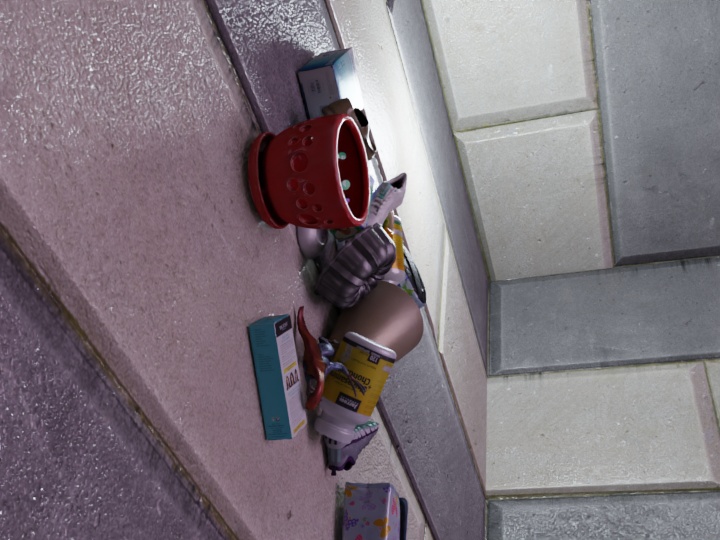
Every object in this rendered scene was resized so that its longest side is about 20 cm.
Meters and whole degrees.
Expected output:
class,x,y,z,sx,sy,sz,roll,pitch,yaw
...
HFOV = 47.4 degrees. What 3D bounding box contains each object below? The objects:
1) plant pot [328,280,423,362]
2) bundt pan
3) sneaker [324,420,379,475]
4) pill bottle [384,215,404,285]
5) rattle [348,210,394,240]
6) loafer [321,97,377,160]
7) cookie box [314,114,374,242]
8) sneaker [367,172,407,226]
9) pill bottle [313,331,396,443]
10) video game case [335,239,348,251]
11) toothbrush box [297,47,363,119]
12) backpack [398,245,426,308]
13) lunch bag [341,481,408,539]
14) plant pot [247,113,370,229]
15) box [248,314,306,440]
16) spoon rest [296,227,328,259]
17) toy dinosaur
class,x,y,z,sx,sy,sz,roll,pitch,yaw
plant pot,0.013,0.150,1.767,0.200,0.187,0.188,-44,127,-52
bundt pan,0.000,0.000,1.700,0.076,0.202,0.202,43,10,12
sneaker,-0.022,0.370,1.730,0.200,0.074,0.088,-3,97,-63
pill bottle,0.048,-0.025,1.955,0.113,0.112,0.201,38,47,-68
rattle,-0.003,-0.141,1.837,0.143,0.130,0.201,-45,116,-68
loafer,-0.008,-0.299,1.741,0.076,0.067,0.200,61,13,27
cookie box,-0.062,-0.189,1.687,0.200,0.075,0.171,47,35,-32
sneaker,0.041,-0.149,1.769,0.200,0.075,0.089,-50,172,-42
pill bottle,-0.016,0.230,1.604,0.200,0.112,0.112,-67,161,-2
video game case,-0.012,-0.003,1.983,0.200,0.023,0.183,-27,109,-74
toothbrush box,-0.063,-0.408,1.853,0.200,0.085,0.147,-64,145,-60
backpack,0.095,0.023,2.122,0.200,0.154,0.163,50,3,17
lunch bag,0.035,0.551,1.734,0.200,0.127,0.170,70,22,-58
plant pot,-0.094,-0.168,1.467,0.200,0.182,0.201,-7,90,-75
box,-0.140,0.181,1.402,0.082,0.049,0.201,-29,112,-74
spoon rest,-0.083,-0.086,1.731,0.200,0.060,0.100,-30,112,-58
toy dinosaur,-0.091,0.180,1.503,0.200,0.105,0.181,48,8,1
